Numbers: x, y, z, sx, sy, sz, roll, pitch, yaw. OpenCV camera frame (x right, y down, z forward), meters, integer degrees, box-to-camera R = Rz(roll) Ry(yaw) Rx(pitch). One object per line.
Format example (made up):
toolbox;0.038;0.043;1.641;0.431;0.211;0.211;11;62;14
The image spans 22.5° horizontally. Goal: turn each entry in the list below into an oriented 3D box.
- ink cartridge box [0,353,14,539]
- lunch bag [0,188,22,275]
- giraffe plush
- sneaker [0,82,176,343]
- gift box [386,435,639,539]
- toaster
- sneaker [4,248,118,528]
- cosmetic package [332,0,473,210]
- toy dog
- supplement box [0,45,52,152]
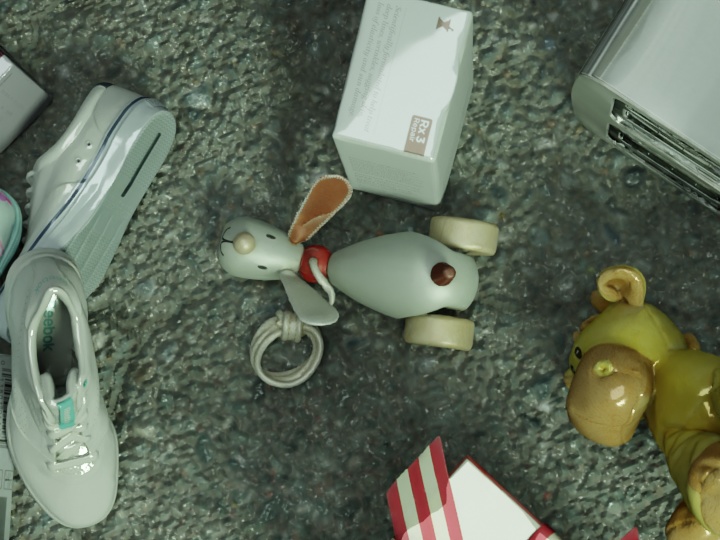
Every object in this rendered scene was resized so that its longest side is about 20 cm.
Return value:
ink cartridge box;-0.341;0.139;1.290;0.199;0.057;0.164;-1;82;25
lunch bag;-0.336;-0.021;1.262;0.199;0.077;0.161;25;79;26
giraffe plush;0.206;0.079;1.182;0.161;0.200;0.173;29;110;13
sneaker;-0.209;-0.042;1.290;0.071;0.073;0.201;29;81;27
gift box;0.084;0.222;1.154;0.184;0.187;0.201;36;87;15
toaster;0.237;-0.123;1.199;0.199;0.181;0.119;34;87;8
sneaker;-0.203;0.091;1.223;0.075;0.088;0.202;-12;109;-14
cosmetic package;0.031;-0.109;1.204;0.073;0.200;0.102;14;83;6
toy dog;0.000;0.000;1.244;0.198;0.096;0.133;-11;81;3
supplement box;-0.319;-0.181;1.290;0.061;0.109;0.200;-44;80;-2
